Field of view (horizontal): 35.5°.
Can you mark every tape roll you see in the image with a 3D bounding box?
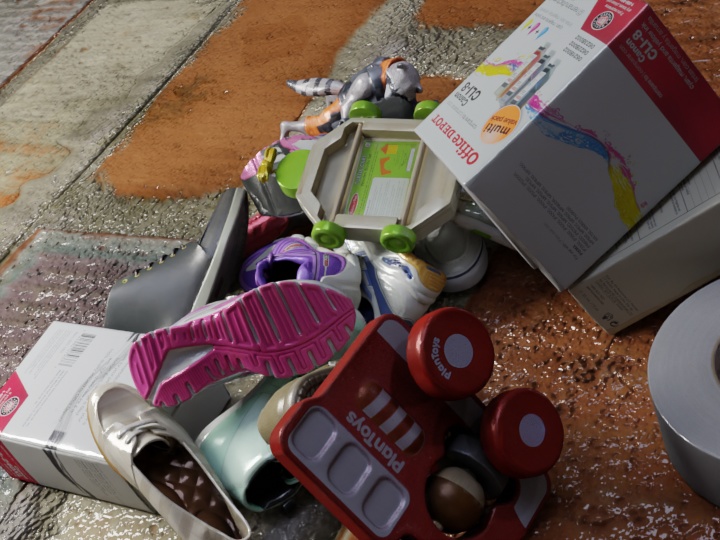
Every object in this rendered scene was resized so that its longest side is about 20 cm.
[{"bbox_3d":[0.316,0.086,0.828,0.198,0.067,0.202,-16,39,13],"label":"tape roll"}]

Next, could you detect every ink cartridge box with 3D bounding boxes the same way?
[{"bbox_3d":[0.174,-0.118,0.947,0.200,0.144,0.146,-44,28,7],"label":"ink cartridge box"},{"bbox_3d":[-0.245,0.135,1.072,0.198,0.084,0.146,5,47,33],"label":"ink cartridge box"}]

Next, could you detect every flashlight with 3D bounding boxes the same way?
[{"bbox_3d":[-0.103,-0.051,1.226,0.199,0.068,0.068,-32,33,-11],"label":"flashlight"}]

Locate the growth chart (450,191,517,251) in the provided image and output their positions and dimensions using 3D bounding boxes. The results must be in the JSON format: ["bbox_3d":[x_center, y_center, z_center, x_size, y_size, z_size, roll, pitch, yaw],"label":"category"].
[{"bbox_3d":[0.178,-0.088,1.106,0.144,0.018,0.201,28,55,10],"label":"growth chart"}]

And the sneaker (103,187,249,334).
[{"bbox_3d":[-0.187,-0.005,1.147,0.105,0.075,0.202,16,70,9],"label":"sneaker"}]

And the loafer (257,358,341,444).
[{"bbox_3d":[-0.012,0.105,0.920,0.067,0.199,0.077,-15,80,34],"label":"loafer"}]

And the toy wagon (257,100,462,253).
[{"bbox_3d":[-0.001,-0.090,1.064,0.198,0.040,0.157,4,58,21],"label":"toy wagon"}]

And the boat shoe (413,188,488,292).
[{"bbox_3d":[0.078,-0.068,1.128,0.074,0.087,0.203,-18,37,10],"label":"boat shoe"}]

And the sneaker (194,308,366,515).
[{"bbox_3d":[-0.046,0.125,0.977,0.201,0.074,0.118,-46,34,-11],"label":"sneaker"}]

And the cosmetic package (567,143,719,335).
[{"bbox_3d":[0.269,-0.043,0.951,0.199,0.073,0.104,-32,33,26],"label":"cosmetic package"}]

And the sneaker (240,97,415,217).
[{"bbox_3d":[-0.022,-0.105,1.164,0.198,0.086,0.081,-18,80,12],"label":"sneaker"}]

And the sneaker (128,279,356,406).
[{"bbox_3d":[-0.097,0.052,0.968,0.198,0.082,0.088,-14,8,11],"label":"sneaker"}]

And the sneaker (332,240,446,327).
[{"bbox_3d":[0.000,0.000,1.097,0.089,0.075,0.200,-59,33,5],"label":"sneaker"}]

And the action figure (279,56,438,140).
[{"bbox_3d":[-0.015,-0.191,1.279,0.192,0.106,0.199,-14,7,41],"label":"action figure"}]

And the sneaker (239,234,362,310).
[{"bbox_3d":[-0.074,0.000,1.092,0.199,0.083,0.082,1,84,60],"label":"sneaker"}]

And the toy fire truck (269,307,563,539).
[{"bbox_3d":[0.045,0.136,0.828,0.168,0.200,0.112,-49,13,-29],"label":"toy fire truck"}]

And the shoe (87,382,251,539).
[{"bbox_3d":[-0.156,0.163,0.933,0.070,0.054,0.200,-32,70,-34],"label":"shoe"}]
